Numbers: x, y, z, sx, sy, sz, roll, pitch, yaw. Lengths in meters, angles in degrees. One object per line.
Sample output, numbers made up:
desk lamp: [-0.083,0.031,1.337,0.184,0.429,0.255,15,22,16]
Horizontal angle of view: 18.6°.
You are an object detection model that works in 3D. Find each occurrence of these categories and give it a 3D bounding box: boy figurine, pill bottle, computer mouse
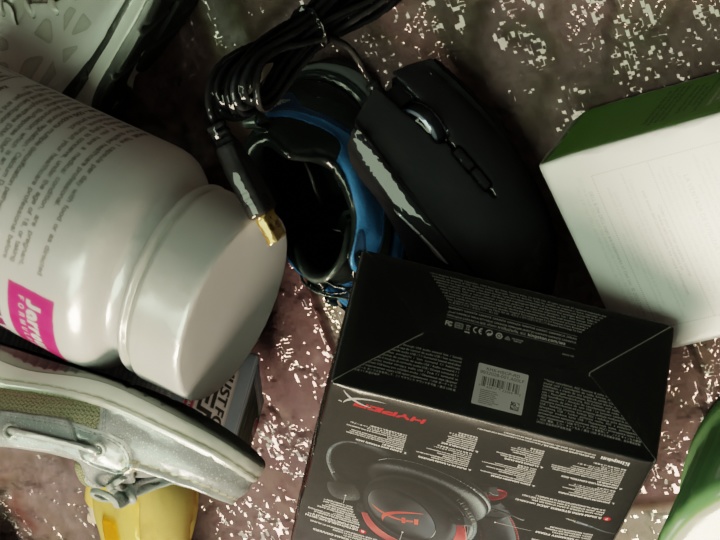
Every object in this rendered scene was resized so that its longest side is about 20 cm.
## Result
boy figurine: [-0.126,0.137,1.220,0.124,0.064,0.201,-145,52,-58]
pill bottle: [-0.142,-0.023,1.040,0.199,0.113,0.114,25,126,20]
computer mouse: [0.017,-0.039,1.007,0.046,0.140,0.201,-6,116,58]

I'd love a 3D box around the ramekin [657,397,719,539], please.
ramekin: [0.230,0.146,1.019,0.199,0.098,0.201,14,123,22]

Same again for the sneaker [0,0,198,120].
sneaker: [-0.155,-0.133,1.095,0.115,0.076,0.201,40,131,1]

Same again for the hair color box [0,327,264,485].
hair color box: [-0.153,0.056,1.127,0.199,0.061,0.099,16,164,3]

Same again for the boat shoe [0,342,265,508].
boat shoe: [-0.143,0.077,1.037,0.201,0.074,0.065,16,87,7]

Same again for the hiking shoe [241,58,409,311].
hiking shoe: [0.000,0.000,1.075,0.074,0.087,0.201,-20,105,36]

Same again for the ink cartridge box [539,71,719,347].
ink cartridge box: [0.190,-0.037,0.962,0.199,0.059,0.104,-15,110,36]

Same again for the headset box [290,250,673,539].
headset box: [0.050,0.089,1.041,0.148,0.075,0.200,14,146,0]
